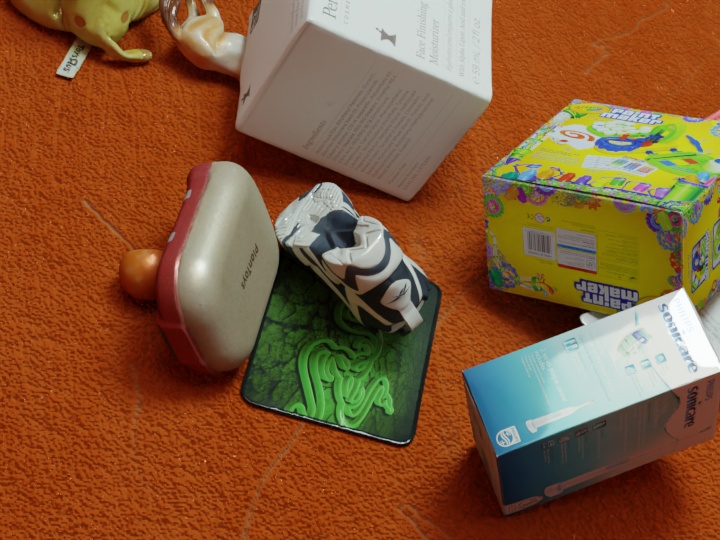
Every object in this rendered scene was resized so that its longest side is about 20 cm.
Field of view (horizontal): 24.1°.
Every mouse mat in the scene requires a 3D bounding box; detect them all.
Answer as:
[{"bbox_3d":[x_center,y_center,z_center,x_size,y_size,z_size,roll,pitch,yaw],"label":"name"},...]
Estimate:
[{"bbox_3d":[-0.014,0.063,1.538,0.160,0.008,0.201,15,48,-2],"label":"mouse mat"}]

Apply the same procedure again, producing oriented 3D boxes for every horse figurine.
[{"bbox_3d":[-0.129,-0.240,1.727,0.199,0.050,0.133,26,64,-14],"label":"horse figurine"}]

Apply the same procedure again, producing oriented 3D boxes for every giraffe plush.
[{"bbox_3d":[-0.269,-0.319,1.695,0.171,0.163,0.201,6,48,-10],"label":"giraffe plush"}]

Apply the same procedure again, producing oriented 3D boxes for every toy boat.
[{"bbox_3d":[-0.154,-0.004,1.499,0.130,0.131,0.201,-4,44,20],"label":"toy boat"}]

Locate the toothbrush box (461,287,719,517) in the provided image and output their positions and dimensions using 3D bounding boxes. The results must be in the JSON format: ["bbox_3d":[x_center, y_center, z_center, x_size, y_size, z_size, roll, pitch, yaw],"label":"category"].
[{"bbox_3d":[0.194,0.113,1.409,0.199,0.147,0.086,-20,61,-1],"label":"toothbrush box"}]

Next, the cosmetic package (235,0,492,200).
[{"bbox_3d":[0.004,-0.206,1.639,0.199,0.165,0.166,21,46,-20],"label":"cosmetic package"}]

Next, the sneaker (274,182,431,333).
[{"bbox_3d":[0.000,0.000,1.550,0.079,0.130,0.199,-42,28,-14],"label":"sneaker"}]

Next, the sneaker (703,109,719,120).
[{"bbox_3d":[0.348,-0.116,1.739,0.073,0.087,0.200,32,49,15],"label":"sneaker"}]

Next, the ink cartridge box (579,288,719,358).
[{"bbox_3d":[0.299,0.064,1.581,0.199,0.067,0.116,-24,59,-31],"label":"ink cartridge box"}]

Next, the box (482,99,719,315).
[{"bbox_3d":[0.248,-0.059,1.574,0.199,0.123,0.192,13,34,32],"label":"box"}]
